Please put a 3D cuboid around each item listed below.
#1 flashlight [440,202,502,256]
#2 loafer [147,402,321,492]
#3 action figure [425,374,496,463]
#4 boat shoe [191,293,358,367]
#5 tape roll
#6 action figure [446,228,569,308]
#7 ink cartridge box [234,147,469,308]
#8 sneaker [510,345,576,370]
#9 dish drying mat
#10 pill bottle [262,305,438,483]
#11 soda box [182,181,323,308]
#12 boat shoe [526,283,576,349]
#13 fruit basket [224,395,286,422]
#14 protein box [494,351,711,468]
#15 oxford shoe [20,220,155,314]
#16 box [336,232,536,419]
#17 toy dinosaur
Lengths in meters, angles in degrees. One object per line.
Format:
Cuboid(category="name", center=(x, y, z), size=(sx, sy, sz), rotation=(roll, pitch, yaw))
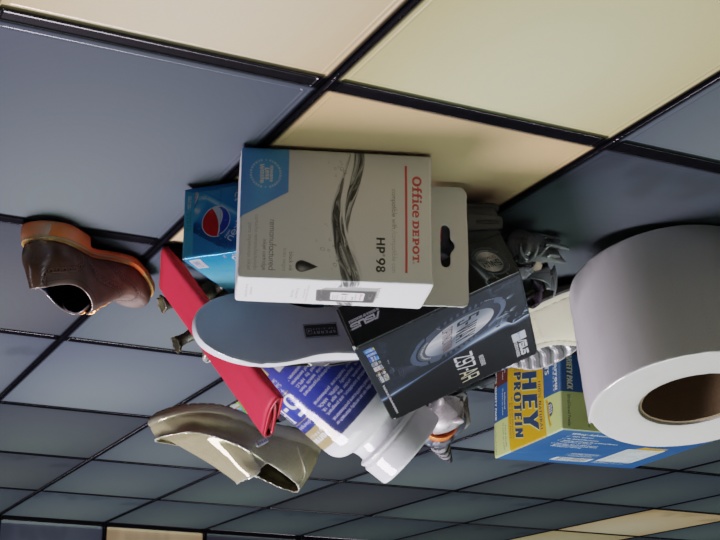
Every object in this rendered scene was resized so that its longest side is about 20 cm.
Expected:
Cuboid(category="flashlight", center=(0.024, -0.038, 1.233), size=(0.199, 0.068, 0.068), rotation=(0, 124, -7))
Cuboid(category="loafer", center=(-0.132, 0.191, 1.489), size=(0.199, 0.069, 0.076), rotation=(15, 155, -23))
Cuboid(category="action figure", center=(0.112, 0.173, 1.681), size=(0.199, 0.105, 0.193), rotation=(-19, 170, -2))
Cuboid(category="boat shoe", center=(-0.069, 0.062, 1.320), size=(0.199, 0.070, 0.066), rotation=(-2, 161, -26))
Cuboid(category="tape roll", center=(0.312, 0.066, 1.352), size=(0.202, 0.140, 0.203), rotation=(-3, 149, -2))
Cuboid(category="action figure", center=(0.123, 0.009, 1.366), size=(0.130, 0.070, 0.200), rotation=(14, 155, -22))
Cuboid(category="ink cartridge box", center=(-0.003, -0.034, 1.156), size=(0.199, 0.116, 0.067), rotation=(2, 161, -6))
Cuboid(category="sneaker", center=(0.165, 0.073, 1.594), size=(0.199, 0.075, 0.082), rotation=(-15, -166, 24))
Cuboid(category="dish drying mat", center=(-0.139, 0.068, 1.367), size=(0.018, 0.200, 0.077), rotation=(-27, 155, -25))
Cuboid(category="pill bottle", center=(-0.022, 0.121, 1.438), size=(0.200, 0.120, 0.120), rotation=(41, 156, -1))
Cuboid(category="soda box", center=(-0.095, -0.015, 1.292), size=(0.064, 0.068, 0.200), rotation=(-7, 161, 16))
Cuboid(category="boat shoe", center=(0.206, 0.049, 1.492), size=(0.199, 0.072, 0.060), rotation=(-18, -158, 10))
Cuboid(category="fruit basket", center=(-0.076, 0.122, 1.593), size=(0.185, 0.094, 0.200), rotation=(-30, 168, -5))
Cuboid(category="protein box", center=(0.289, 0.153, 1.689), size=(0.198, 0.135, 0.200), rotation=(6, 161, -16))
Cuboid(category="oxford shoe", center=(-0.271, 0.014, 1.378), size=(0.071, 0.073, 0.200), rotation=(-8, 160, 24))
Cuboid(category="box", center=(0.076, 0.056, 1.282), size=(0.160, 0.044, 0.200), rotation=(-24, 153, 0))
Cuboid(category="toy dinosaur", center=(-0.147, 0.036, 1.471), size=(0.102, 0.077, 0.200), rotation=(-20, 167, -38))
